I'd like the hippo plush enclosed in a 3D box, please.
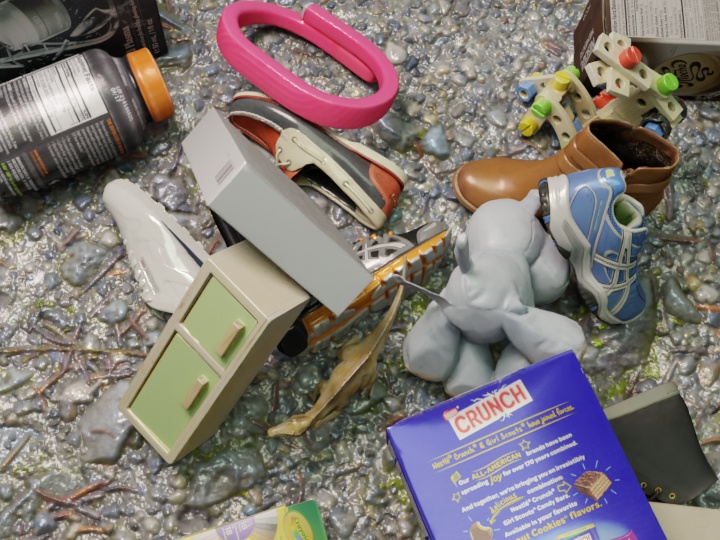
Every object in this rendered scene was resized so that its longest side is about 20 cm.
[{"bbox_3d":[0.116,0.016,0.918,0.200,0.159,0.161,41,40,-21],"label":"hippo plush"}]

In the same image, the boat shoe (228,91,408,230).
[{"bbox_3d":[-0.051,-0.112,0.978,0.199,0.071,0.063,29,75,2],"label":"boat shoe"}]

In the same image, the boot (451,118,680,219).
[{"bbox_3d":[0.194,-0.093,0.936,0.199,0.155,0.077,17,71,2],"label":"boot"}]

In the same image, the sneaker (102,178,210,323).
[{"bbox_3d":[-0.188,-0.005,0.933,0.080,0.076,0.200,-44,78,-6],"label":"sneaker"}]

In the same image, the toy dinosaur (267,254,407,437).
[{"bbox_3d":[-0.003,0.087,0.891,0.058,0.101,0.200,38,79,3],"label":"toy dinosaur"}]

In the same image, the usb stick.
[{"bbox_3d":[-0.099,-0.006,0.913,0.032,0.056,0.201,-24,54,-9],"label":"usb stick"}]

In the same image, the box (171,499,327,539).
[{"bbox_3d":[-0.118,0.284,0.852,0.199,0.048,0.118,-16,73,-6],"label":"box"}]

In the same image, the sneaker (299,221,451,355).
[{"bbox_3d":[0.000,0.000,0.940,0.199,0.078,0.077,-29,65,-14],"label":"sneaker"}]

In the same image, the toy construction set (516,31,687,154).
[{"bbox_3d":[0.237,-0.168,0.955,0.092,0.200,0.131,-42,94,-15],"label":"toy construction set"}]

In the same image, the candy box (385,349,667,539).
[{"bbox_3d":[0.132,0.188,0.765,0.168,0.077,0.201,-21,74,-8],"label":"candy box"}]

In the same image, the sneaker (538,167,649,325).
[{"bbox_3d":[0.234,-0.018,0.902,0.077,0.200,0.076,-19,47,23],"label":"sneaker"}]

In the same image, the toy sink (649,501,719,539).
[{"bbox_3d":[0.199,0.267,0.841,0.198,0.112,0.131,6,70,-2],"label":"toy sink"}]

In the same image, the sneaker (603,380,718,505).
[{"bbox_3d":[0.228,0.185,0.888,0.199,0.075,0.107,-22,72,-11],"label":"sneaker"}]

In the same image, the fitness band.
[{"bbox_3d":[-0.053,-0.215,0.988,0.200,0.038,0.144,37,41,14],"label":"fitness band"}]

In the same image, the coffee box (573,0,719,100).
[{"bbox_3d":[0.333,-0.239,1.016,0.198,0.113,0.080,2,71,-2],"label":"coffee box"}]

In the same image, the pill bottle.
[{"bbox_3d":[-0.286,-0.149,0.955,0.199,0.106,0.107,-24,75,-11],"label":"pill bottle"}]

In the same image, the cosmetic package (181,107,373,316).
[{"bbox_3d":[-0.079,-0.057,0.861,0.151,0.200,0.052,40,96,-25],"label":"cosmetic package"}]

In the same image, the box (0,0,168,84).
[{"bbox_3d":[-0.308,-0.277,0.946,0.195,0.200,0.125,-22,75,-10],"label":"box"}]

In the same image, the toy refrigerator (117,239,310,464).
[{"bbox_3d":[-0.132,0.074,0.842,0.076,0.200,0.070,44,33,11],"label":"toy refrigerator"}]
